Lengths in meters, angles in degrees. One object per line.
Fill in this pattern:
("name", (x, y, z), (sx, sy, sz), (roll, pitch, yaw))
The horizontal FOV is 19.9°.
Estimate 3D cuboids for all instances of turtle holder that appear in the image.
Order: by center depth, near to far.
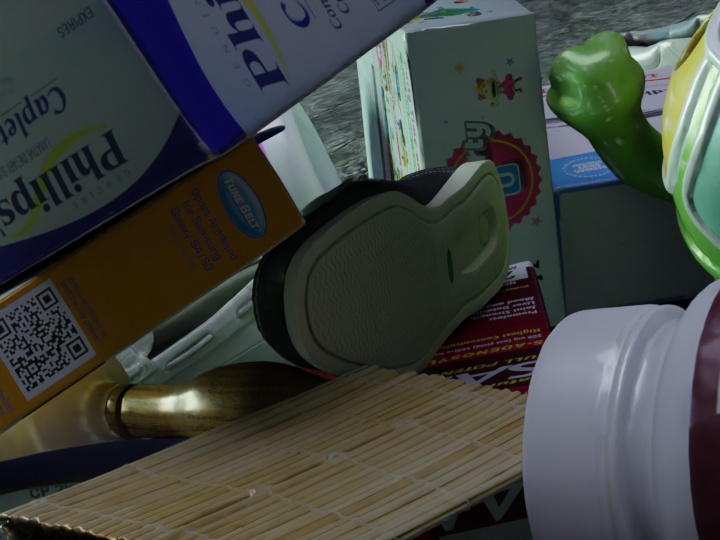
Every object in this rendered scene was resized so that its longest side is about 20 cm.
("turtle holder", (0.185, -0.067, 0.868), (0.141, 0.132, 0.185), (-39, 45, -10))

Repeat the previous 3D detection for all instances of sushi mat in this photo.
("sushi mat", (-0.008, 0.061, 0.621), (0.095, 0.012, 0.199), (9, 14, 31))

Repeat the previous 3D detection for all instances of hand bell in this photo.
("hand bell", (-0.083, 0.052, 0.779), (0.199, 0.105, 0.104), (-7, 15, 42))

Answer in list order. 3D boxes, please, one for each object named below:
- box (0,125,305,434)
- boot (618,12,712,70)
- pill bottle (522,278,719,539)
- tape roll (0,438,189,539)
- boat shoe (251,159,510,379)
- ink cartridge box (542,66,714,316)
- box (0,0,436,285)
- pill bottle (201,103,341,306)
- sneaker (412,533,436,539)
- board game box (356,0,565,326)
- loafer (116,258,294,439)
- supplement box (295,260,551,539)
("box", (-0.106, 0.016, 0.709), (0.199, 0.042, 0.119), (-33, 7, -24))
("boot", (0.215, -0.097, 1.144), (0.199, 0.097, 0.073), (1, 21, 45))
("pill bottle", (0.156, 0.055, 0.605), (0.198, 0.115, 0.114), (-5, 17, 32))
("tape roll", (-0.109, 0.130, 0.634), (0.198, 0.086, 0.200), (-12, 15, 3))
("boat shoe", (0.000, 0.000, 0.790), (0.067, 0.073, 0.200), (0, 11, 21))
("ink cartridge box", (0.130, -0.051, 1.041), (0.115, 0.069, 0.200), (-8, 21, -7))
("box", (-0.094, -0.079, 0.724), (0.183, 0.105, 0.200), (-28, 9, 34))
("pill bottle", (-0.105, -0.006, 1.055), (0.199, 0.105, 0.104), (-25, 13, 7))
("sneaker", (0.048, 0.109, 0.590), (0.111, 0.072, 0.200), (-19, 23, -3))
("board game box", (0.042, -0.066, 1.002), (0.064, 0.149, 0.200), (-9, 18, -5))
("loafer", (-0.112, 0.047, 0.964), (0.199, 0.070, 0.070), (-22, 17, -28))
("supplement box", (0.030, 0.061, 0.806), (0.108, 0.061, 0.200), (-13, 16, 3))
